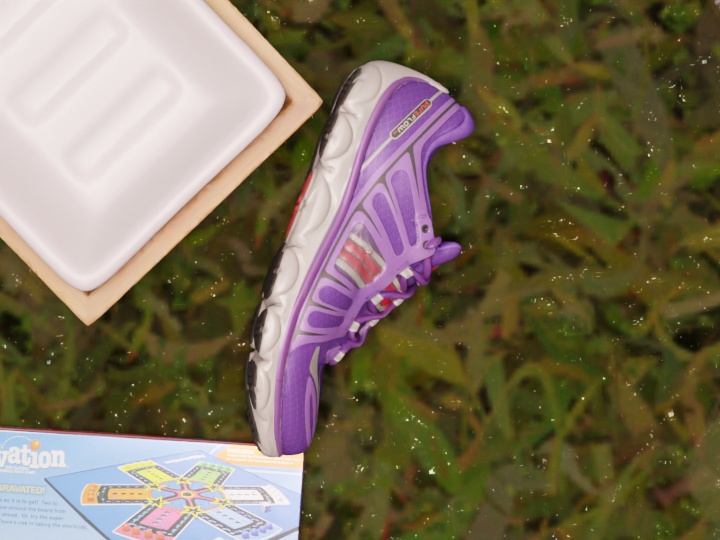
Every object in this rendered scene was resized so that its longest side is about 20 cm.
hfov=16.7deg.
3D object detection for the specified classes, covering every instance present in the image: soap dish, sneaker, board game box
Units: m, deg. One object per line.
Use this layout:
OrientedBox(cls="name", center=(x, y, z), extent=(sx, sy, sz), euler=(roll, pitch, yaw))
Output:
OrientedBox(cls="soap dish", center=(-0.141, -0.098, 1.183), extent=(0.157, 0.081, 0.200), euler=(-44, 88, 2))
OrientedBox(cls="sneaker", center=(0.000, 0.000, 1.180), extent=(0.083, 0.081, 0.200), euler=(22, 89, -4))
OrientedBox(cls="board game box", center=(-0.129, 0.131, 1.213), extent=(0.200, 0.019, 0.103), euler=(4, 92, 3))

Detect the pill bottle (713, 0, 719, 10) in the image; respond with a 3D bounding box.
OrientedBox(cls="pill bottle", center=(0.227, -0.134, 1.153), extent=(0.109, 0.109, 0.200), euler=(-33, 88, 2))
